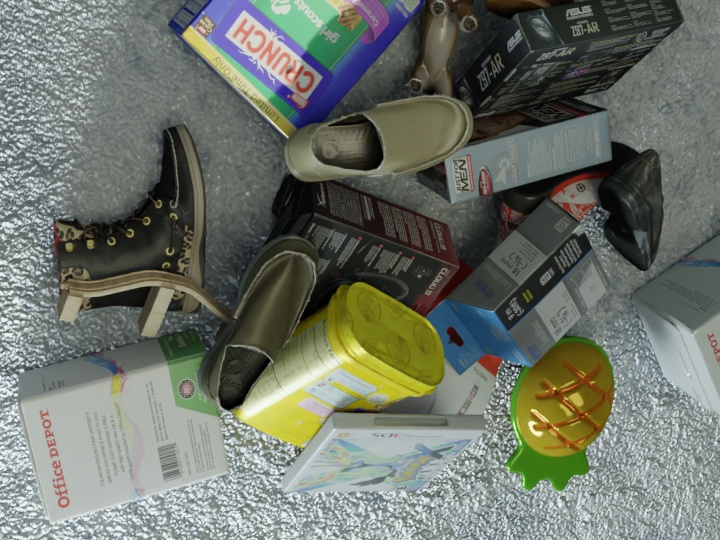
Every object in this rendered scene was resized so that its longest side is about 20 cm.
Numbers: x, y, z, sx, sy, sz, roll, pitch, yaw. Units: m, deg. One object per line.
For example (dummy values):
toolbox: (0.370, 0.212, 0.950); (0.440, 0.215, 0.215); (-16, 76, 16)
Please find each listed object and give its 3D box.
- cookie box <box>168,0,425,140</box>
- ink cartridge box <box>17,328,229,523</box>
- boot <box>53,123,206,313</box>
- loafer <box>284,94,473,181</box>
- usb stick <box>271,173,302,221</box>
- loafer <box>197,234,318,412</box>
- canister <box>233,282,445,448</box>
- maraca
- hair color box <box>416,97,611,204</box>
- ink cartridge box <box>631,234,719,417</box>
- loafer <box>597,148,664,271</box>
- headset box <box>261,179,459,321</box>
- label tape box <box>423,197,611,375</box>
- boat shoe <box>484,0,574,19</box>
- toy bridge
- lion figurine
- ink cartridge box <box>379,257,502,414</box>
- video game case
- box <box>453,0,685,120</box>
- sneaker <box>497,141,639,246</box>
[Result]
cookie box: (-0.064, -0.258, 1.103); (0.171, 0.075, 0.200); (41, 91, -27)
ink cartridge box: (-0.253, 0.163, 1.166); (0.197, 0.084, 0.147); (-13, 111, -16)
boot: (-0.236, -0.045, 1.113); (0.148, 0.073, 0.203); (-5, 117, -19)
loafer: (0.024, -0.128, 1.089); (0.197, 0.068, 0.077); (-15, 98, -10)
usb stick: (-0.004, -0.051, 1.216); (0.198, 0.033, 0.056); (21, 93, -24)
loafer: (-0.096, 0.060, 1.097); (0.074, 0.070, 0.202); (21, 106, -24)
canister: (-0.031, 0.108, 1.169); (0.148, 0.088, 0.199); (30, 133, -35)
maraca: (0.243, 0.176, 1.336); (0.135, 0.107, 0.203); (6, 105, -14)
hair color box: (0.167, -0.137, 1.212); (0.197, 0.099, 0.062); (-16, 112, -14)
ink cartridge box: (0.469, 0.056, 1.357); (0.198, 0.145, 0.147); (-32, 114, -7)
loafer: (0.328, -0.065, 1.273); (0.072, 0.073, 0.200); (-45, 153, -8)
headset box: (0.000, 0.000, 1.180); (0.197, 0.076, 0.149); (19, 127, -23)
label tape box: (0.177, 0.038, 1.223); (0.200, 0.063, 0.144); (-44, 141, -2)
boat shoe: (0.179, -0.292, 1.139); (0.069, 0.200, 0.072); (9, 96, 20)
toy bridge: (-0.208, 0.034, 1.109); (0.197, 0.027, 0.068); (13, 119, -29)
lion figurine: (0.085, -0.244, 1.160); (0.071, 0.123, 0.202); (18, 117, -9)
ink cartridge box: (0.100, 0.104, 1.295); (0.162, 0.057, 0.201); (38, 96, -25)
video game case: (0.022, 0.210, 1.244); (0.179, 0.022, 0.200); (3, 149, -20)
box: (0.217, -0.227, 1.156); (0.197, 0.160, 0.044); (-16, 78, -23)
sneaker: (0.241, -0.078, 1.283); (0.199, 0.067, 0.109); (-21, 136, -29)
